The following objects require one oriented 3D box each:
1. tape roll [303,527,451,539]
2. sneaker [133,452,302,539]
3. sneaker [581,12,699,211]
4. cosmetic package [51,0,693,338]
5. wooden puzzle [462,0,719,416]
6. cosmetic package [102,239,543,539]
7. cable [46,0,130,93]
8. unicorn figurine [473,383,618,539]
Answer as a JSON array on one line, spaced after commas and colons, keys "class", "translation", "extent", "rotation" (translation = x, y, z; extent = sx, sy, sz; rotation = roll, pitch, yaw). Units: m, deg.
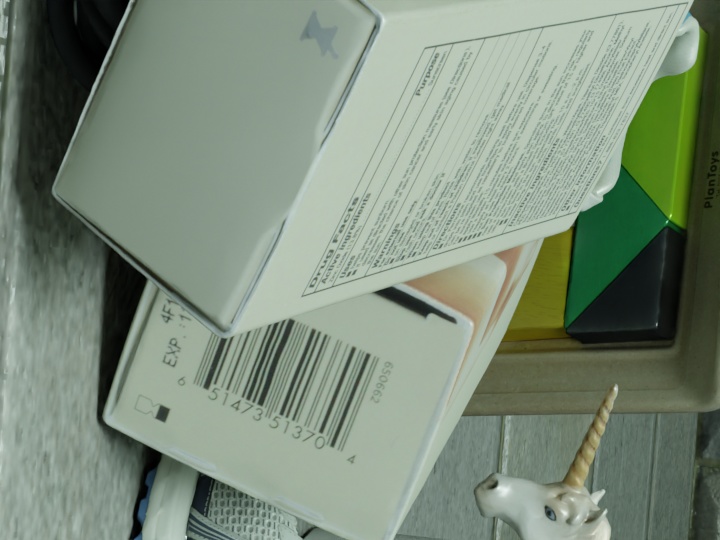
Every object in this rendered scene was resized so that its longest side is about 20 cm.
[{"class": "tape roll", "translation": [0.006, 0.209, 1.083], "extent": [0.202, 0.070, 0.204], "rotation": [5, 90, -77]}, {"class": "sneaker", "translation": [-0.032, 0.125, 0.846], "extent": [0.077, 0.085, 0.201], "rotation": [74, 23, -58]}, {"class": "sneaker", "translation": [0.050, -0.045, 1.028], "extent": [0.200, 0.081, 0.077], "rotation": [-52, 148, -5]}, {"class": "cosmetic package", "translation": [0.011, -0.056, 0.750], "extent": [0.200, 0.071, 0.106], "rotation": [-14, 137, -58]}, {"class": "wooden puzzle", "translation": [0.077, -0.031, 1.084], "extent": [0.037, 0.199, 0.186], "rotation": [26, 66, -47]}, {"class": "cosmetic package", "translation": [0.000, 0.000, 0.867], "extent": [0.200, 0.103, 0.088], "rotation": [-57, 169, -68]}, {"class": "cable", "translation": [-0.028, -0.136, 0.723], "extent": [0.163, 0.051, 0.201], "rotation": [-42, 160, -39]}, {"class": "unicorn figurine", "translation": [0.017, 0.141, 0.949], "extent": [0.074, 0.136, 0.201], "rotation": [72, 26, -58]}]
